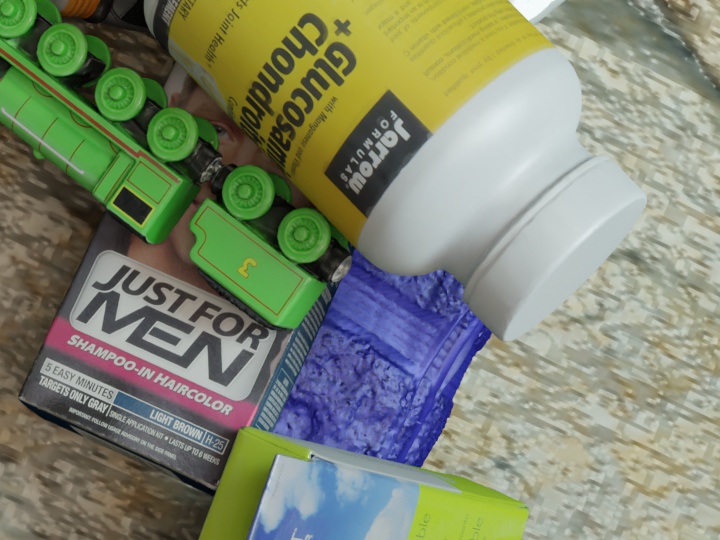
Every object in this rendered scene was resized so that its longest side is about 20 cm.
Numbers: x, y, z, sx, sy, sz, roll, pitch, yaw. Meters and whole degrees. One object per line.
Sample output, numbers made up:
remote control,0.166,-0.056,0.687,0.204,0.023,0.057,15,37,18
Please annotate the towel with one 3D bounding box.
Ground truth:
towel,0.000,0.000,1.102,0.147,0.050,0.201,32,82,-13

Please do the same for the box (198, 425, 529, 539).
box,-0.011,0.139,1.038,0.200,0.047,0.123,20,90,-54

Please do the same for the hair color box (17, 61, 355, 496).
hair color box,-0.058,-0.012,1.045,0.100,0.061,0.201,23,81,9

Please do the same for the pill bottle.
pill bottle,0.016,-0.070,0.964,0.112,0.112,0.200,-42,78,-11

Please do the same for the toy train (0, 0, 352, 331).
toy train,-0.090,-0.047,1.007,0.200,0.042,0.057,37,95,14

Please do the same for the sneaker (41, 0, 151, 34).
sneaker,-0.079,-0.197,1.074,0.077,0.078,0.201,21,88,-27

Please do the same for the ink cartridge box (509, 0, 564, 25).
ink cartridge box,0.084,-0.214,1.074,0.200,0.145,0.146,-39,99,-12
